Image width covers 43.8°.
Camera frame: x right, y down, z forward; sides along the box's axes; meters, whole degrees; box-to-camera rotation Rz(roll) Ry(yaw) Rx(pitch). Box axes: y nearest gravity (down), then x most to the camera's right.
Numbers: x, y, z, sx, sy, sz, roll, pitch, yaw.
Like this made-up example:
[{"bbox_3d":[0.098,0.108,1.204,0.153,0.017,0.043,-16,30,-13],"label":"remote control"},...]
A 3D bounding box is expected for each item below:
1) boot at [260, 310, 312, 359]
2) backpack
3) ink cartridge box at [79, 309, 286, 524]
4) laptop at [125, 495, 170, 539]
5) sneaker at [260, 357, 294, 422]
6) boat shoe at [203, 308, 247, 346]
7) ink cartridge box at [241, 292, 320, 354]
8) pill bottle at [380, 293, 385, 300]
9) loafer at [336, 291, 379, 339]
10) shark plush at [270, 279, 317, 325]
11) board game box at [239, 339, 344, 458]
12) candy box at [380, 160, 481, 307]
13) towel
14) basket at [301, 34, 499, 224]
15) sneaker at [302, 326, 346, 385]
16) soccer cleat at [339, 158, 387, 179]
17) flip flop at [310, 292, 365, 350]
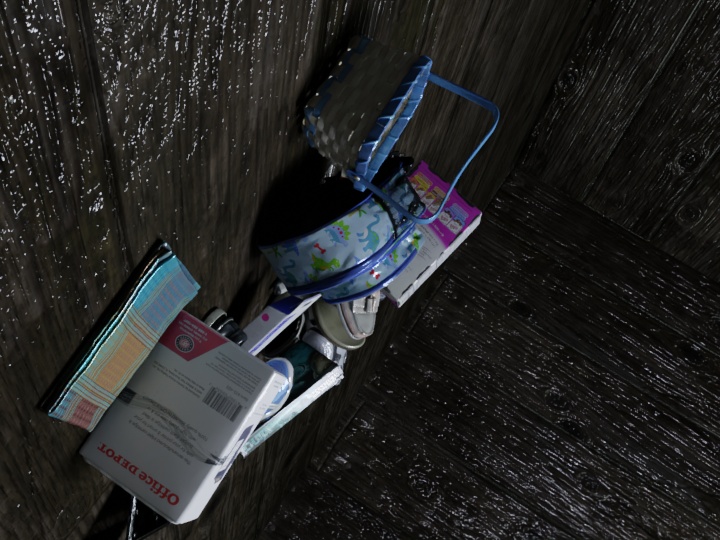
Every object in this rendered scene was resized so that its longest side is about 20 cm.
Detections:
[{"bbox_3d":[-0.108,0.096,1.576,0.182,0.072,0.200,-58,164,-16],"label":"boot"},{"bbox_3d":[-0.020,-0.041,1.197,0.183,0.147,0.200,-15,-161,43],"label":"backpack"},{"bbox_3d":[-0.203,0.168,1.043,0.200,0.144,0.084,-57,170,-7],"label":"ink cartridge box"},{"bbox_3d":[-0.341,0.343,1.293,0.177,0.103,0.201,27,69,-81],"label":"laptop"},{"bbox_3d":[-0.184,0.195,1.311,0.200,0.076,0.077,-36,158,-4],"label":"sneaker"},{"bbox_3d":[-0.209,0.150,1.191,0.200,0.066,0.074,-60,171,10],"label":"boat shoe"},{"bbox_3d":[-0.141,0.088,1.269,0.200,0.037,0.095,-40,175,17],"label":"ink cartridge box"},{"bbox_3d":[0.043,-0.048,1.740,0.201,0.106,0.106,-63,169,25],"label":"pill bottle"},{"bbox_3d":[0.000,0.000,1.333,0.072,0.063,0.201,2,80,-53],"label":"loafer"},{"bbox_3d":[-0.093,0.003,1.438,0.083,0.091,0.201,-26,-140,59],"label":"shark plush"},{"bbox_3d":[-0.136,0.195,1.404,0.200,0.135,0.028,-38,120,-18],"label":"board game box"},{"bbox_3d":[0.081,-0.059,1.456,0.200,0.136,0.061,-45,167,-8],"label":"candy box"},{"bbox_3d":[-0.241,0.074,0.930,0.200,0.022,0.147,-56,170,-13],"label":"towel"},{"bbox_3d":[0.045,-0.173,1.071,0.177,0.200,0.139,-54,169,-16],"label":"basket"},{"bbox_3d":[-0.039,0.123,1.570,0.115,0.075,0.200,-51,161,-19],"label":"sneaker"},{"bbox_3d":[0.009,-0.134,1.445,0.085,0.069,0.200,-53,170,26],"label":"soccer cleat"},{"bbox_3d":[-0.035,0.027,1.381,0.081,0.201,0.057,-17,-175,-44],"label":"flip flop"}]
